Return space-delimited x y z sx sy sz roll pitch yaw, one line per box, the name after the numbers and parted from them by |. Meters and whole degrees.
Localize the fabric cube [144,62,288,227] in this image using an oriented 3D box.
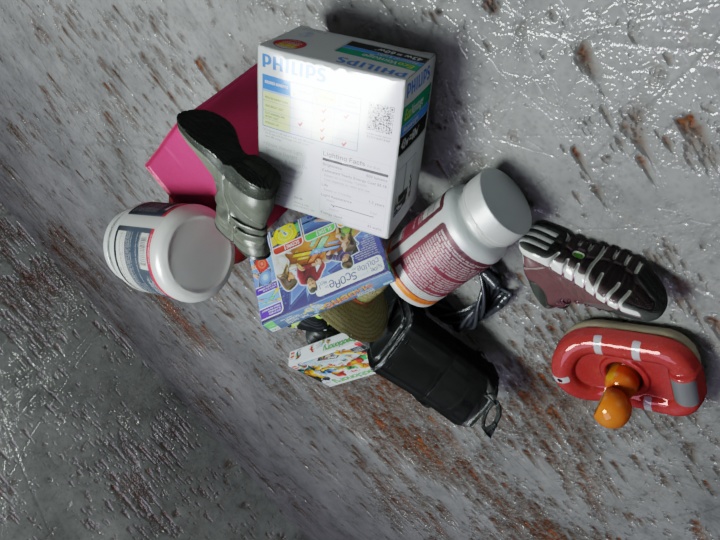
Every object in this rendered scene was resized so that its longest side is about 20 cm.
-0.186 -0.177 0.999 0.198 0.200 0.198 52 147 -14 | fabric cube

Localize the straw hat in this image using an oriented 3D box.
0.000 0.000 0.962 0.084 0.202 0.202 -35 102 35 | straw hat

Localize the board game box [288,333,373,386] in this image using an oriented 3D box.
-0.032 0.173 1.233 0.197 0.036 0.125 -23 138 37 | board game box

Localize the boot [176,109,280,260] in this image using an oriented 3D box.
-0.183 -0.111 0.829 0.200 0.067 0.133 44 136 25 | boot

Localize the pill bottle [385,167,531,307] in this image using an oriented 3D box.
0.128 -0.042 0.855 0.114 0.115 0.199 45 135 -6 | pill bottle

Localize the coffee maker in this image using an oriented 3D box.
0.122 0.150 1.022 0.197 0.137 0.191 33 171 -17 | coffee maker

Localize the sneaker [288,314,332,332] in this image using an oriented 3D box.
-0.073 0.066 1.119 0.081 0.074 0.199 24 158 -19 | sneaker

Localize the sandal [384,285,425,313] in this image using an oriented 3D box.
0.050 0.048 1.136 0.202 0.075 0.048 50 174 2 | sandal

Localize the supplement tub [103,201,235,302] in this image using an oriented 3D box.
-0.299 -0.033 0.973 0.196 0.141 0.143 8 135 44 | supplement tub

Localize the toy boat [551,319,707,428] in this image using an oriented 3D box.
0.348 0.153 0.844 0.197 0.131 0.133 5 133 45 | toy boat

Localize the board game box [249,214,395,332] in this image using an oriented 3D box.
-0.060 -0.013 0.891 0.035 0.195 0.139 49 -159 -62 | board game box

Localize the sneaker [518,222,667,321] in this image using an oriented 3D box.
0.296 0.023 0.820 0.198 0.075 0.117 36 155 33 | sneaker

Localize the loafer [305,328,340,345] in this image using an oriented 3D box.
-0.029 0.147 1.301 0.197 0.072 0.068 28 124 -30 | loafer

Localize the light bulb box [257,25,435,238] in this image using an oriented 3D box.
-0.021 -0.179 0.800 0.193 0.125 0.205 17 126 15 | light bulb box

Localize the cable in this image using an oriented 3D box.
0.142 0.018 0.998 0.163 0.051 0.200 45 149 -2 | cable

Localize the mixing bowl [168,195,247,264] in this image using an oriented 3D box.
-0.240 -0.127 1.154 0.107 0.201 0.201 -31 105 36 | mixing bowl
